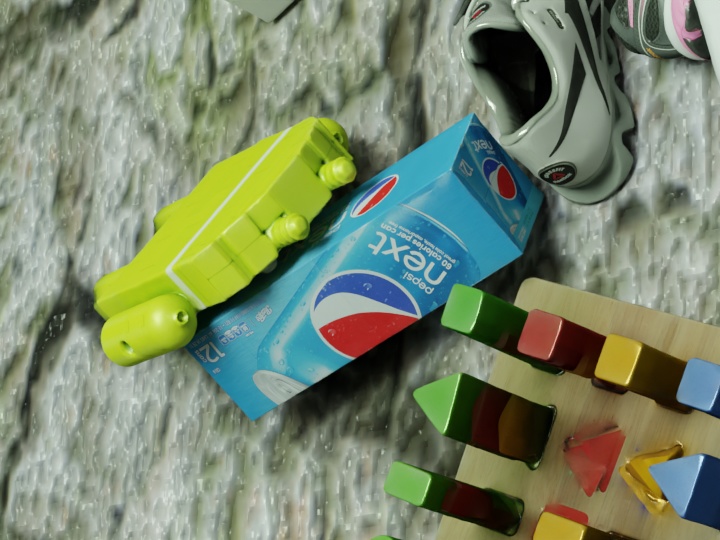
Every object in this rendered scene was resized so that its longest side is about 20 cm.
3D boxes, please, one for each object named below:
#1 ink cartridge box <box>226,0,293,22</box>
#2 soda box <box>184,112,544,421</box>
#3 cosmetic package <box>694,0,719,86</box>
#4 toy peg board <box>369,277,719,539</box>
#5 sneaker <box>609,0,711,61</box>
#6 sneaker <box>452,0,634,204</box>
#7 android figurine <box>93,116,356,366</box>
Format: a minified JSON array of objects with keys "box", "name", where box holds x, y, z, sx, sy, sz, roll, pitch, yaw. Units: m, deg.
[{"box":[-0.035,-0.270,1.552,0.200,0.084,0.146,-40,52,24],"name":"ink cartridge box"},{"box":[0.000,0.000,1.421,0.200,0.064,0.068,-33,18,29],"name":"soda box"},{"box":[0.258,-0.142,1.191,0.166,0.167,0.201,-30,58,30],"name":"cosmetic package"},{"box":[0.104,0.108,1.284,0.199,0.098,0.201,16,86,44],"name":"toy peg board"},{"box":[0.168,-0.203,1.358,0.086,0.080,0.201,-5,66,51],"name":"sneaker"},{"box":[0.089,-0.138,1.395,0.074,0.088,0.201,-33,54,30],"name":"sneaker"},{"box":[-0.074,-0.022,1.460,0.200,0.041,0.182,-20,26,53],"name":"android figurine"}]
